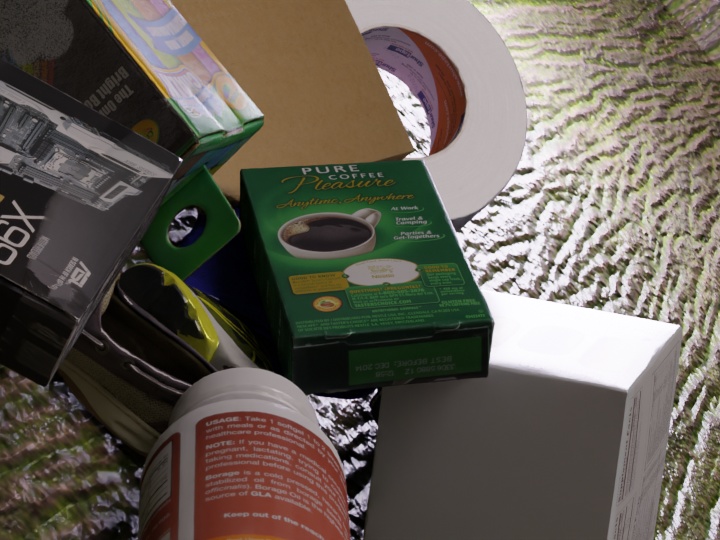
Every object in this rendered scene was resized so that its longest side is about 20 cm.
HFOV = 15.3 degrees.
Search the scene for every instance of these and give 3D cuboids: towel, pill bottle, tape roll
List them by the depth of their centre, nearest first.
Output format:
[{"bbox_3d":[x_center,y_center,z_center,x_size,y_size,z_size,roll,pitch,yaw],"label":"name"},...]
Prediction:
[{"bbox_3d":[-0.060,0.138,1.388,0.112,0.112,0.200,41,21,-22],"label":"pill bottle"},{"bbox_3d":[-0.042,0.002,1.705,0.147,0.050,0.200,24,33,-3],"label":"towel"},{"bbox_3d":[0.017,-0.115,1.914,0.199,0.066,0.201,9,67,-21],"label":"tape roll"}]

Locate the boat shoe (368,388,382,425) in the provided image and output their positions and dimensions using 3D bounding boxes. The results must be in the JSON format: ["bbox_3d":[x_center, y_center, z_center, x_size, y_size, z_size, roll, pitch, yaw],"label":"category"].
[{"bbox_3d":[0.036,0.056,1.827,0.060,0.074,0.200,40,25,3],"label":"boat shoe"}]

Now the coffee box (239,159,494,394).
[{"bbox_3d":[0.000,0.000,1.599,0.122,0.044,0.200,-5,32,-11],"label":"coffee box"}]

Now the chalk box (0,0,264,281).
[{"bbox_3d":[-0.149,-0.086,1.610,0.200,0.124,0.124,51,19,3],"label":"chalk box"}]

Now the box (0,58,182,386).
[{"bbox_3d":[-0.196,-0.038,1.413,0.157,0.050,0.200,29,29,-1],"label":"box"}]

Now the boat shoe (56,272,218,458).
[{"bbox_3d":[-0.155,0.020,1.475,0.200,0.065,0.072,44,22,-11],"label":"boat shoe"}]

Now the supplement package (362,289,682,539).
[{"bbox_3d":[0.103,0.111,1.659,0.151,0.152,0.200,10,13,14],"label":"supplement package"}]

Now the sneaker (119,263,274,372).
[{"bbox_3d":[-0.066,0.076,1.553,0.200,0.074,0.085,55,19,18],"label":"sneaker"}]

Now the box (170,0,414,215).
[{"bbox_3d":[-0.065,-0.129,1.746,0.200,0.021,0.164,-18,81,-48],"label":"box"}]
